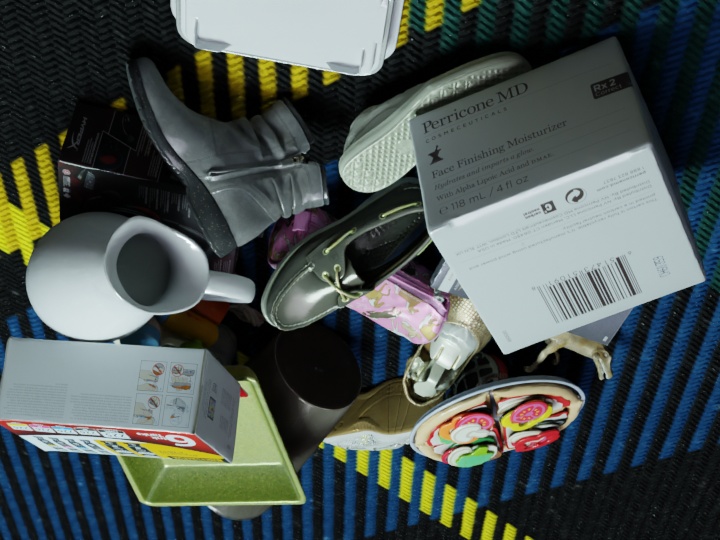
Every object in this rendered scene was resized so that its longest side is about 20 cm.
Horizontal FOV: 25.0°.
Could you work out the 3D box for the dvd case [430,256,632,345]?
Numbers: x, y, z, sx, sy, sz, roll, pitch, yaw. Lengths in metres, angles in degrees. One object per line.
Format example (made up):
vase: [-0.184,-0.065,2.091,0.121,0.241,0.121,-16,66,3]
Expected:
dvd case: [0.186,-0.008,1.583,0.198,0.016,0.149,18,130,-12]

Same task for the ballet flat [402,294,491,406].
ballet flat: [0.094,0.089,1.743,0.070,0.066,0.201,23,145,0]

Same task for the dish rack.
dish rack: [-0.063,-0.225,1.337,0.197,0.044,0.172,9,146,0]

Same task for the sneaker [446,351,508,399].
sneaker: [0.144,0.148,1.835,0.084,0.078,0.201,-2,152,-11]

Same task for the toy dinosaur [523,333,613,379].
toy dinosaur: [0.190,0.046,1.684,0.100,0.059,0.200,-26,129,20]

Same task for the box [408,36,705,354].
box: [0.170,-0.059,1.395,0.197,0.132,0.200,-21,139,13]

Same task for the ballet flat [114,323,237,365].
ballet flat: [-0.234,0.070,1.812,0.198,0.064,0.068,18,146,-11]

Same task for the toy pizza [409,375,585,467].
toy pizza: [0.151,0.171,1.767,0.197,0.032,0.201,-11,153,-6]

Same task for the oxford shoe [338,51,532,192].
oxford shoe: [0.061,-0.140,1.424,0.199,0.058,0.075,-31,129,26]

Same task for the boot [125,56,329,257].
boot: [-0.119,-0.125,1.472,0.202,0.131,0.070,61,176,-8]

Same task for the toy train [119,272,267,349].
toy train: [-0.167,0.062,1.732,0.199,0.117,0.084,31,142,-29]

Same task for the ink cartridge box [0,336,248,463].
ink cartridge box: [-0.222,0.132,1.562,0.197,0.085,0.176,3,162,13]

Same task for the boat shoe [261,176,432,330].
boat shoe: [-0.009,-0.009,1.536,0.201,0.060,0.072,-38,117,3]

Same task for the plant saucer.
plant saucer: [-0.170,0.168,1.725,0.197,0.048,0.201,-4,132,17]

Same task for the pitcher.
pitcher: [-0.208,0.010,1.508,0.170,0.123,0.199,18,165,-34]

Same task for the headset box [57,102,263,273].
headset box: [-0.188,-0.071,1.574,0.197,0.076,0.149,12,147,-2]

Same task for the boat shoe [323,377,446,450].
boat shoe: [0.036,0.174,1.895,0.199,0.072,0.069,-11,144,43]

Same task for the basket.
basket: [-0.095,0.159,1.830,0.135,0.182,0.200,28,134,-15]

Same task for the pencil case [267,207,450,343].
pencil case: [0.000,0.000,1.625,0.199,0.083,0.087,28,119,-24]
